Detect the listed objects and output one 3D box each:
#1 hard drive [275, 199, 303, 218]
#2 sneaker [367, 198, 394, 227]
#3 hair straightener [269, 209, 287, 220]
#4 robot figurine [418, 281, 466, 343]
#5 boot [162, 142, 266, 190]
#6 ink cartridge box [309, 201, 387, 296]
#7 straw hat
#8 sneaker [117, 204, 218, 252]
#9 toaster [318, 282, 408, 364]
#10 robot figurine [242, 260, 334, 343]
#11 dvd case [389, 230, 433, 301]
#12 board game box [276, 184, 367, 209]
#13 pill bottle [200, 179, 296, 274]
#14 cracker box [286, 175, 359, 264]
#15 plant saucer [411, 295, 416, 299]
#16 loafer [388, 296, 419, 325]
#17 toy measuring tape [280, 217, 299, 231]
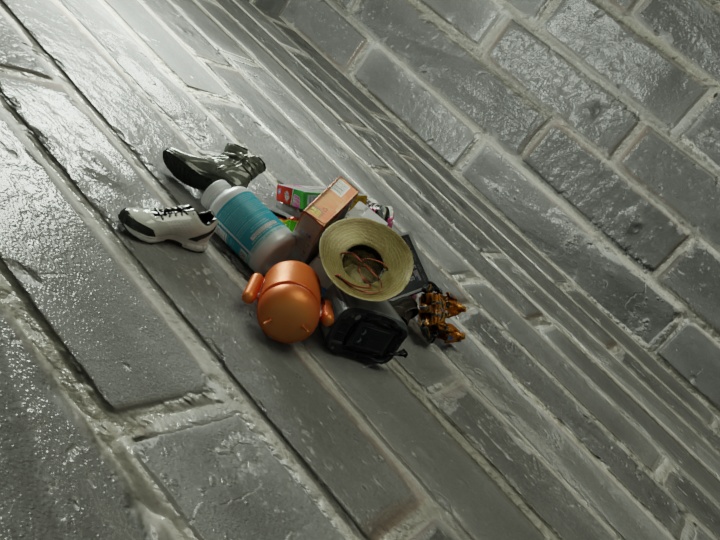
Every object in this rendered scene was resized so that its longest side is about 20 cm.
[{"bbox_3d":[-0.094,-0.134,1.811,0.131,0.026,0.200,-5,23,-39],"label":"hard drive"},{"bbox_3d":[0.016,-0.135,1.832,0.087,0.074,0.200,7,16,-23],"label":"sneaker"},{"bbox_3d":[-0.169,-0.116,1.781,0.199,0.041,0.077,12,25,-37],"label":"hair straightener"},{"bbox_3d":[0.193,0.106,1.806,0.200,0.058,0.146,27,62,-59],"label":"robot figurine"},{"bbox_3d":[-0.316,-0.232,1.651,0.199,0.068,0.131,29,53,2],"label":"boot"},{"bbox_3d":[-0.039,-0.033,1.605,0.084,0.200,0.146,37,20,-1],"label":"ink cartridge box"},{"bbox_3d":[0.000,0.000,1.467,0.200,0.085,0.202,9,50,-11],"label":"straw hat"},{"bbox_3d":[-0.348,-0.093,1.387,0.200,0.080,0.074,9,36,-51],"label":"sneaker"},{"bbox_3d":[0.003,0.101,1.515,0.199,0.114,0.129,18,25,-33],"label":"toaster"},{"bbox_3d":[-0.131,0.057,1.384,0.144,0.116,0.200,54,13,-21],"label":"robot figurine"},{"bbox_3d":[0.075,-0.004,1.775,0.200,0.025,0.151,-18,81,-42],"label":"dvd case"},{"bbox_3d":[-0.093,-0.167,1.755,0.152,0.041,0.200,1,10,-23],"label":"board game box"},{"bbox_3d":[-0.232,-0.094,1.535,0.200,0.111,0.111,44,21,14],"label":"pill bottle"},{"bbox_3d":[-0.090,-0.090,1.590,0.058,0.200,0.134,38,52,4],"label":"cracker box"},{"bbox_3d":[0.046,0.021,1.853,0.200,0.051,0.201,34,20,-14],"label":"plant saucer"},{"bbox_3d":[0.078,0.109,1.710,0.200,0.073,0.071,-5,58,-58],"label":"loafer"},{"bbox_3d":[-0.128,-0.071,1.737,0.200,0.074,0.074,27,22,-42],"label":"toy measuring tape"}]
